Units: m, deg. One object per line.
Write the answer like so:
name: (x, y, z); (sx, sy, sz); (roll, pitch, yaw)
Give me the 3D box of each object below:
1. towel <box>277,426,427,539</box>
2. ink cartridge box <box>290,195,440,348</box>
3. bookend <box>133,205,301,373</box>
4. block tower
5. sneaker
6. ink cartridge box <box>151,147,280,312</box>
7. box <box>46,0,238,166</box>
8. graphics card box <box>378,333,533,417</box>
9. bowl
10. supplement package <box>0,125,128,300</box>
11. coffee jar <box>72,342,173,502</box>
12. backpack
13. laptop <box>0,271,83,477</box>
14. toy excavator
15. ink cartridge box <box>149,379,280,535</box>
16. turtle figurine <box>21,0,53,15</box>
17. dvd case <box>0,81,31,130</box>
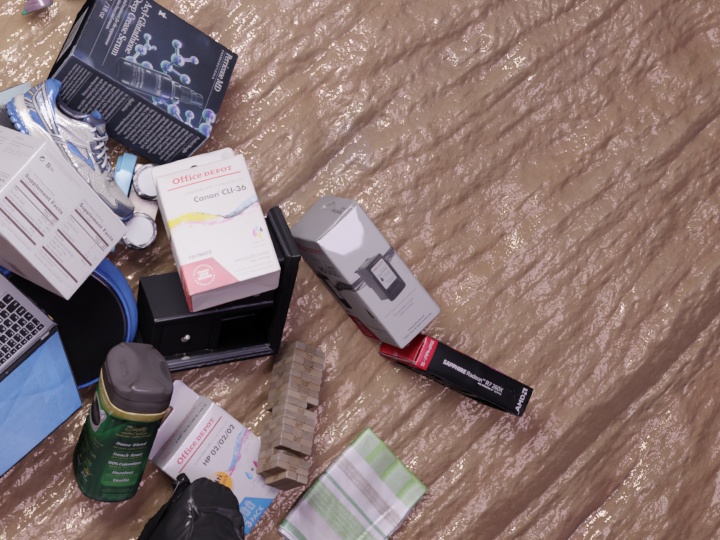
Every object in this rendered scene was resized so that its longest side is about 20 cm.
towel: (-0.008, 0.349, 1.808); (0.200, 0.031, 0.149); (-47, 110, -14)
ink cartridge box: (0.000, 0.000, 1.725); (0.083, 0.145, 0.200); (-43, 108, -12)
bookend: (-0.196, 0.029, 1.612); (0.197, 0.092, 0.201); (-8, 140, -24)
block tower: (-0.095, 0.194, 1.701); (0.054, 0.058, 0.201); (24, 58, -32)
sneaker: (-0.337, -0.148, 1.512); (0.085, 0.077, 0.200); (-39, 106, 4)
ink cartridge box: (-0.182, -0.064, 1.522); (0.116, 0.068, 0.201); (-16, 71, -12)
box: (-0.279, -0.249, 1.581); (0.199, 0.107, 0.149); (30, 53, -23)
graphics card box: (0.139, 0.147, 1.806); (0.199, 0.125, 0.051); (28, 82, -21)
bowl: (-0.384, 0.063, 1.577); (0.199, 0.039, 0.202); (-2, 114, -5)
supplement package: (-0.397, -0.076, 1.442); (0.111, 0.199, 0.156); (-51, 131, -17)
coffee jar: (-0.303, 0.193, 1.584); (0.085, 0.105, 0.201); (6, 126, -28)
backpack: (-0.234, 0.386, 1.627); (0.126, 0.200, 0.168); (28, 38, -19)
laptop: (-0.462, 0.126, 1.512); (0.187, 0.116, 0.200); (-39, 109, 14)
toy excavator: (-0.361, -0.067, 1.606); (0.198, 0.100, 0.196); (15, 88, -9)
ink cartridge box: (-0.202, 0.254, 1.697); (0.200, 0.068, 0.115); (42, 77, -20)
turtle figurine: (-0.420, -0.431, 1.547); (0.149, 0.101, 0.201); (-29, 110, -19)
dvd case: (-0.470, -0.134, 1.540); (0.199, 0.022, 0.147); (-31, 110, -39)
